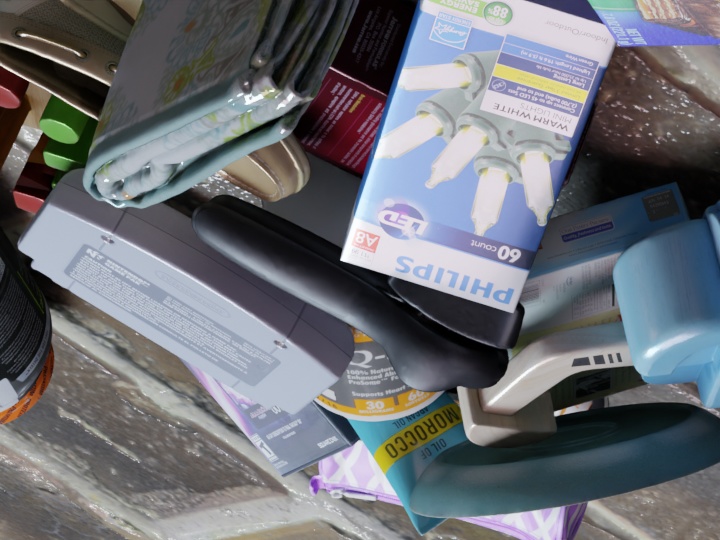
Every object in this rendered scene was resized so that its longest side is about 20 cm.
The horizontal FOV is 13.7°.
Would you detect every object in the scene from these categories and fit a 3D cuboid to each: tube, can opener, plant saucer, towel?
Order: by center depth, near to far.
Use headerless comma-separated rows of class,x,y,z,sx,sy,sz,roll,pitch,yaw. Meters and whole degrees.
towel,-0.064,-0.129,1.546,0.048,0.172,0.200,32,153,-24
can opener,-0.003,0.009,1.679,0.199,0.079,0.063,25,-174,15
plant saucer,0.124,0.108,1.765,0.199,0.028,0.200,-12,-176,1
tube,0.017,0.080,1.906,0.200,0.077,0.050,51,169,32

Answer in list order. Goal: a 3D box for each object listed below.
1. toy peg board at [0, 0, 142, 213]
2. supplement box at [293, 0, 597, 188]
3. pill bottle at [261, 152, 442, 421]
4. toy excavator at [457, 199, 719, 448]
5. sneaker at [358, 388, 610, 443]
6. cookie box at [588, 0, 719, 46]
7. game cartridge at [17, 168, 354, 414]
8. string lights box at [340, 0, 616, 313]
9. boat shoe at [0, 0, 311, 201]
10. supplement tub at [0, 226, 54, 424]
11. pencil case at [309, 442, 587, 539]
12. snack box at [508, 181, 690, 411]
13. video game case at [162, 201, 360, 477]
toy peg board,-0.213,-0.108,1.794,0.198,0.098,0.200,17,154,11
supplement box,0.019,-0.096,1.673,0.199,0.061,0.109,27,154,-8
pill bottle,0.000,0.000,1.814,0.116,0.117,0.200,15,154,16
toy excavator,0.161,0.033,1.669,0.199,0.100,0.195,-4,153,-8
sneaker,0.061,0.072,1.954,0.199,0.079,0.079,1,154,18
cookie box,0.179,-0.180,1.359,0.199,0.075,0.171,2,147,36
game cartridge,-0.102,0.012,1.763,0.200,0.041,0.133,32,161,-8
string lights box,0.064,-0.080,1.572,0.102,0.059,0.200,16,130,-1
boat shoe,-0.121,-0.092,1.658,0.200,0.065,0.072,35,154,-4
supplement tub,-0.289,0.022,2.084,0.122,0.123,0.200,11,152,22
pencil case,0.063,0.138,2.071,0.199,0.086,0.084,12,152,19
snack box,0.136,0.023,1.764,0.116,0.037,0.200,-16,154,-3
video game case,-0.089,0.049,1.998,0.200,0.019,0.143,48,157,-4
